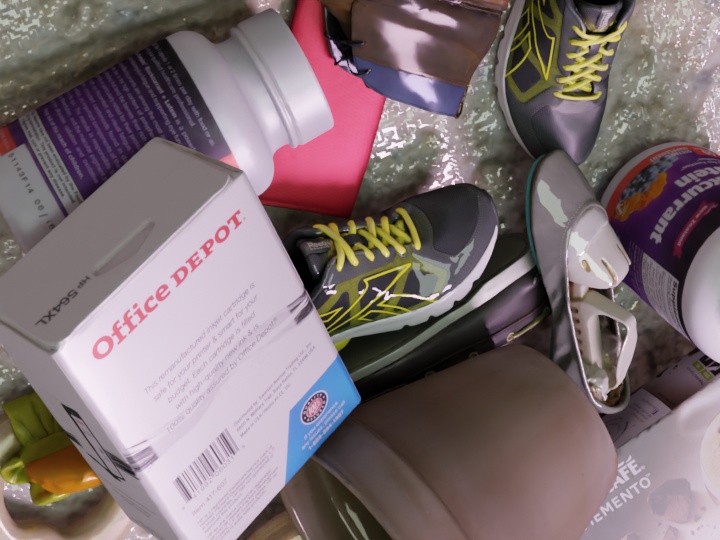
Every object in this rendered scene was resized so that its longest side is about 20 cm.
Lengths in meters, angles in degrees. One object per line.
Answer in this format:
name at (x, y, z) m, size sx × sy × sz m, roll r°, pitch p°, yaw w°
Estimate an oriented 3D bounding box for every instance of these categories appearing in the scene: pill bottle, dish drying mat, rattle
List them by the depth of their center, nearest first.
pill bottle at (-0.121, -0.075, 1.005) m, size 0.199 × 0.111 × 0.112 m, roll -30°, pitch 119°, yaw -5°
dish drying mat at (-0.015, -0.133, 1.073) m, size 0.076 × 0.018 × 0.201 m, roll 8°, pitch 110°, yaw -23°
rattle at (-0.192, 0.190, 1.085) m, size 0.130 × 0.142 × 0.202 m, roll 6°, pitch 105°, yaw -42°
pill bottle at (0.248, -0.003, 1.110) m, size 0.110 × 0.200 × 0.112 m, roll -8°, pitch 115°, yaw -17°

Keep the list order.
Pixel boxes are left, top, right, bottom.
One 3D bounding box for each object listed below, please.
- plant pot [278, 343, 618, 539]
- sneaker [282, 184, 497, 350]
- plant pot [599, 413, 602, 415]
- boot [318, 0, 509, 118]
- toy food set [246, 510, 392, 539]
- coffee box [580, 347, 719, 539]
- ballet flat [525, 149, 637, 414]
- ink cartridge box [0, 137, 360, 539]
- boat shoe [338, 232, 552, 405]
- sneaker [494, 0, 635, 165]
plant pot at (0.069, 0.144, 1.081) m, size 0.173 × 0.200 × 0.201 m, roll -35°, pitch 121°, yaw -19°
sneaker at (0.000, 0.000, 1.079) m, size 0.199 × 0.075 × 0.085 m, roll -32°, pitch 148°, yaw -4°
plant pot at (0.116, 0.181, 1.252) m, size 0.198 × 0.028 × 0.202 m, roll -7°, pitch 115°, yaw -16°
boot at (-0.002, -0.153, 1.015) m, size 0.198 × 0.075 × 0.098 m, roll 8°, pitch 107°, yaw -24°
toy food set at (-0.007, 0.255, 1.184) m, size 0.200 × 0.049 × 0.198 m, roll 38°, pitch 90°, yaw -5°
coffee box at (0.233, 0.138, 1.188) m, size 0.199 × 0.080 × 0.113 m, roll -35°, pitch 101°, yaw 4°
ballet flat at (0.157, 0.011, 1.125) m, size 0.067 × 0.063 × 0.201 m, roll -38°, pitch 131°, yaw -38°
ink cartridge box at (-0.102, 0.048, 0.946) m, size 0.146 × 0.084 × 0.201 m, roll -45°, pitch 134°, yaw -21°
boat shoe at (0.046, 0.051, 1.143) m, size 0.200 × 0.072 × 0.061 m, roll -31°, pitch 115°, yaw -7°
sneaker at (0.135, -0.154, 1.079) m, size 0.074 × 0.085 × 0.202 m, roll -9°, pitch 115°, yaw -15°
